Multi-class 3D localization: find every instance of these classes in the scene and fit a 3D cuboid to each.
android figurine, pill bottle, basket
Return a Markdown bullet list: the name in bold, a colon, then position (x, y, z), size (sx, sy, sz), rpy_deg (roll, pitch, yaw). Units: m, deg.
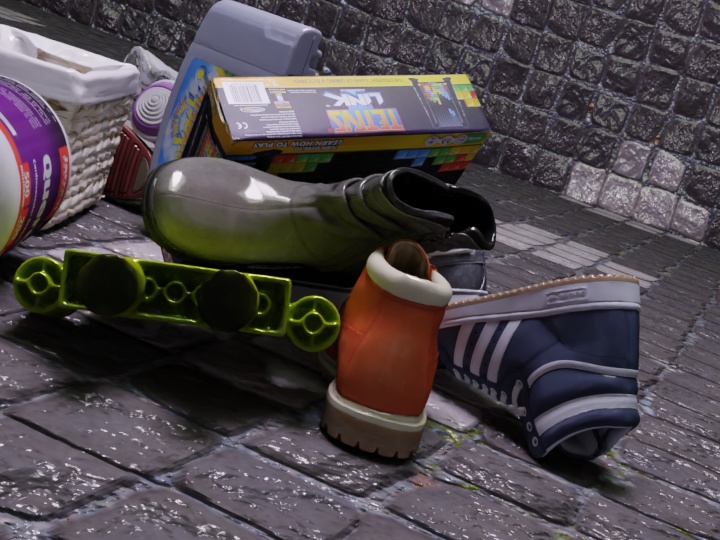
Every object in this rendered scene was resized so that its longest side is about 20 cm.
- **android figurine**: position (-0.101, 0.016, 0.693), size (0.179, 0.042, 0.200), rpy_deg (7, -3, -5)
- **pill bottle**: position (-0.242, -0.061, 0.743), size (0.111, 0.114, 0.200), rpy_deg (17, 11, -4)
- **basket**: position (-0.267, -0.117, 0.954), size (0.134, 0.125, 0.200), rpy_deg (17, 10, -1)

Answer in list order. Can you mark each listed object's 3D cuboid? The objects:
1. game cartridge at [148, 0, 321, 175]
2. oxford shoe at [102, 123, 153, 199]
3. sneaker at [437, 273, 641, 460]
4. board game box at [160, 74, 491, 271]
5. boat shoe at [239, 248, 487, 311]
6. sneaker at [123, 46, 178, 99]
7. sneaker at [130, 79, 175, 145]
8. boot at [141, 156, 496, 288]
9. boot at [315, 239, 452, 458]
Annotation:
- **game cartridge**: position (-0.109, -0.109, 0.968), size (0.040, 0.203, 0.133), rpy_deg (13, 10, -43)
- **oxford shoe**: position (-0.237, -0.113, 1.136), size (0.199, 0.071, 0.074), rpy_deg (29, 9, 39)
- **sneaker**: position (0.101, 0.073, 0.798), size (0.069, 0.110, 0.199), rpy_deg (6, -14, -39)
- **board game box**: position (-0.030, -0.064, 0.862), size (0.197, 0.166, 0.057), rpy_deg (-6, 58, -27)
- **boat shoe**: position (0.000, 0.000, 0.868), size (0.197, 0.069, 0.072), rpy_deg (2, -4, -16)
- **sneaker**: position (-0.308, -0.286, 1.911), size (0.099, 0.079, 0.200), rpy_deg (17, 18, -45)
- **sneaker**: position (-0.114, -0.101, 1.066), size (0.199, 0.075, 0.100), rpy_deg (37, -3, 35)
- **boot**: position (-0.019, -0.041, 0.729), size (0.198, 0.069, 0.130), rpy_deg (11, -19, -41)
- **boot**: position (0.020, 0.031, 0.737), size (0.074, 0.109, 0.200), rpy_deg (13, 9, -6)
